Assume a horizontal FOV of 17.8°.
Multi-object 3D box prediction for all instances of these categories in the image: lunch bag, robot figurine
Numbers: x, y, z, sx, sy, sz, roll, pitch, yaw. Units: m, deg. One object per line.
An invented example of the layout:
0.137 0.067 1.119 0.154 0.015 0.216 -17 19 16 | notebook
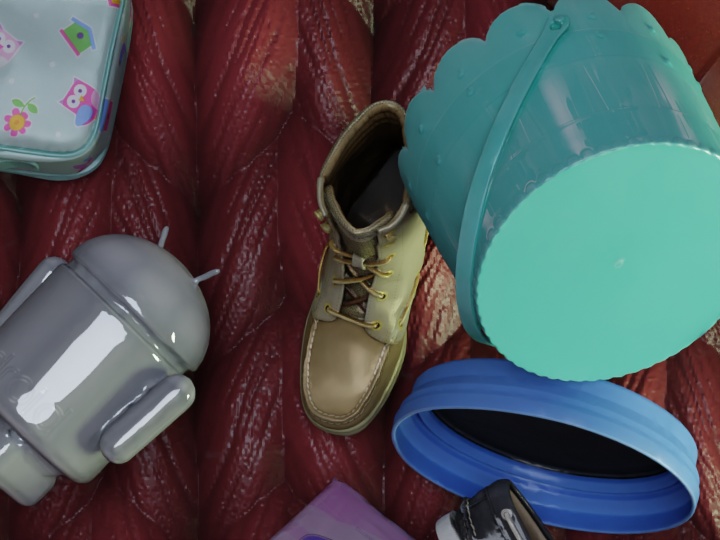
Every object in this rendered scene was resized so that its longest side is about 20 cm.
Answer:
-0.259 -0.144 1.554 0.198 0.077 0.162 9 83 1 | lunch bag
-0.177 0.058 1.506 0.200 0.113 0.169 -47 56 -6 | robot figurine

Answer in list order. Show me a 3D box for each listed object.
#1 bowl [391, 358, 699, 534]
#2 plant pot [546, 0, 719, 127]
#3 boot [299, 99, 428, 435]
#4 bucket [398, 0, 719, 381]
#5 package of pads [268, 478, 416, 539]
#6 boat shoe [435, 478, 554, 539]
0.119 0.112 1.461 0.199 0.201 0.040 16 67 2 | bowl
0.228 -0.179 1.512 0.201 0.201 0.195 -43 77 -6 | plant pot
0.000 0.000 1.491 0.072 0.156 0.202 18 80 10 | boot
0.131 -0.043 1.365 0.206 0.208 0.135 -18 42 -3 | bucket
-0.034 0.231 1.452 0.120 0.076 0.200 33 48 21 | package of pads
0.132 0.221 1.488 0.060 0.074 0.200 -38 96 15 | boat shoe
